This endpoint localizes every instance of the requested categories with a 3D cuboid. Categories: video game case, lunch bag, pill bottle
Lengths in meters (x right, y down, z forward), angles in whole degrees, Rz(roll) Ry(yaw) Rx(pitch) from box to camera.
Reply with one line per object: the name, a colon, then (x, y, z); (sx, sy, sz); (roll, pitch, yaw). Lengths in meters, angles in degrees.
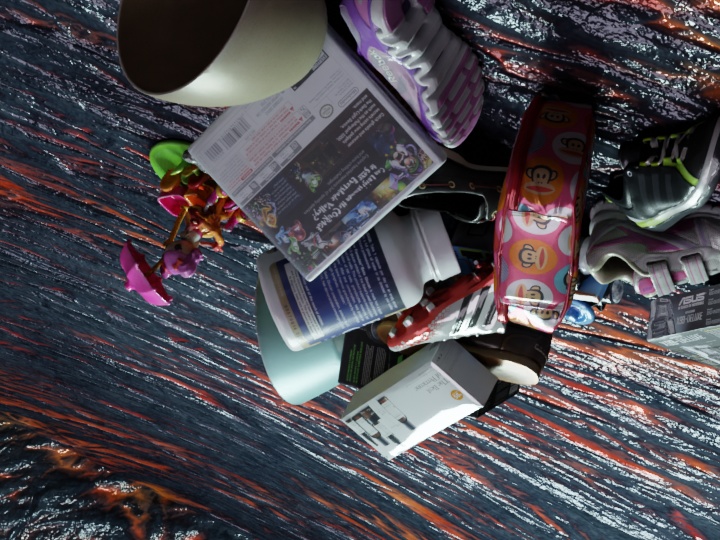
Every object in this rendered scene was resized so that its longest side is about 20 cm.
video game case: (-0.044, -0.114, 1.370); (0.182, 0.023, 0.200); (47, 118, -5)
lunch bag: (0.180, -0.062, 1.344); (0.081, 0.177, 0.201); (11, 133, 11)
pill bottle: (0.000, 0.000, 1.482); (0.198, 0.112, 0.111); (-21, 145, 4)

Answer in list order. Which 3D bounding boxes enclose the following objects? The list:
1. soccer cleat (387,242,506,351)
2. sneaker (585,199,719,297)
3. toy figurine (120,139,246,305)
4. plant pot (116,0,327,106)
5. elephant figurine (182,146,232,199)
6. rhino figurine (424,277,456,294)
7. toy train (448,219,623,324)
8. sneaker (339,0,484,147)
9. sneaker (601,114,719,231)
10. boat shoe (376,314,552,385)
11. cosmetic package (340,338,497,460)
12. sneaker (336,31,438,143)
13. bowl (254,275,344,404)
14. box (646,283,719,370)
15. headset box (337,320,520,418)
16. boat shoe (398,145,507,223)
soccer cleat: (0.112, 0.046, 1.515); (0.199, 0.069, 0.085); (-35, 109, 30)
sneaker: (0.313, -0.011, 1.412); (0.198, 0.089, 0.081); (5, 149, 37)
toy figurine: (-0.212, -0.043, 1.728); (0.199, 0.185, 0.150); (0, 146, 41)
plant pot: (-0.108, -0.231, 1.274); (0.199, 0.203, 0.134); (-2, 164, 45)
elephant figurine: (-0.052, -0.108, 1.487); (0.199, 0.155, 0.142); (18, 149, 47)
rhino figurine: (0.158, 0.025, 1.666); (0.198, 0.060, 0.088); (15, 150, 15)
toy train: (0.189, -0.007, 1.544); (0.198, 0.087, 0.115); (10, 146, 34)
sneaker: (0.045, -0.199, 1.315); (0.088, 0.081, 0.201); (12, 148, 42)
sneaker: (0.277, -0.092, 1.305); (0.082, 0.072, 0.200); (27, 156, -2)
boat shoe: (0.120, 0.073, 1.605); (0.198, 0.071, 0.071); (15, 153, 16)
cosmetic package: (0.064, 0.149, 1.621); (0.082, 0.051, 0.200); (39, 141, -10)
sneaker: (-0.011, -0.170, 1.415); (0.199, 0.075, 0.090); (30, 149, -9)
bowl: (-0.048, 0.067, 1.822); (0.104, 0.202, 0.201); (-9, 144, 19)
box: (0.421, 0.060, 1.456); (0.157, 0.050, 0.199); (21, 159, -26)
headset box: (0.086, 0.103, 1.747); (0.198, 0.094, 0.174); (12, -170, 23)
boat shoe: (0.116, -0.077, 1.439); (0.200, 0.064, 0.073); (12, 157, -32)
